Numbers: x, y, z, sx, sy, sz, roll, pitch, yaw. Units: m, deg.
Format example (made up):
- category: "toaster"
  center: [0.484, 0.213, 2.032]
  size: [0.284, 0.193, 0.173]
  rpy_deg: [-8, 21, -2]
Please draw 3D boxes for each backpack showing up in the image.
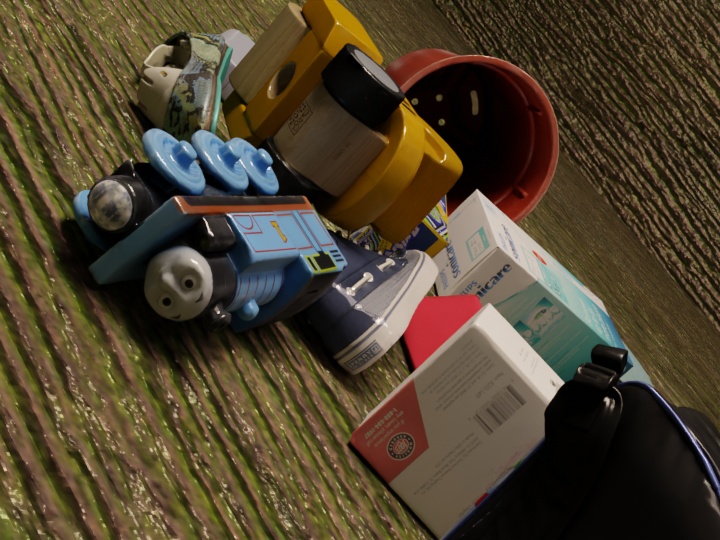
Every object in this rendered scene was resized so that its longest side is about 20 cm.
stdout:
- category: "backpack"
  center: [0.123, 0.174, 0.592]
  size: [0.154, 0.190, 0.201]
  rpy_deg: [36, 22, -47]

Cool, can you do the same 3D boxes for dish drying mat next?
- category: "dish drying mat"
  center: [0.079, 0.079, 0.943]
  size: [0.076, 0.018, 0.200]
  rpy_deg: [-3, 31, -8]

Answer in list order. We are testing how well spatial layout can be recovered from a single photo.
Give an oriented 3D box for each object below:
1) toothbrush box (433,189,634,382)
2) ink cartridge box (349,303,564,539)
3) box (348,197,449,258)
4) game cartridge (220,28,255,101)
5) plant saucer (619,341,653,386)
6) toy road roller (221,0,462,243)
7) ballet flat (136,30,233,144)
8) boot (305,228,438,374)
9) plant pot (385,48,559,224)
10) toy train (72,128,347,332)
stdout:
- category: "toothbrush box"
  center: [0.168, 0.031, 1.221]
  size: [0.200, 0.085, 0.147]
  rpy_deg: [39, 18, -18]
- category: "ink cartridge box"
  center: [0.105, 0.136, 0.763]
  size: [0.200, 0.116, 0.067]
  rpy_deg: [48, 16, 3]
- category: "box"
  center: [0.038, -0.057, 1.136]
  size: [0.064, 0.070, 0.200]
  rpy_deg: [44, 17, -13]
- category: "game cartridge"
  center: [-0.072, -0.149, 1.149]
  size: [0.200, 0.040, 0.133]
  rpy_deg: [43, 20, -9]
- category: "plant saucer"
  center: [0.266, 0.086, 1.412]
  size: [0.201, 0.039, 0.201]
  rpy_deg: [42, 17, -16]
- category: "toy road roller"
  center: [-0.011, -0.107, 0.916]
  size: [0.146, 0.123, 0.200]
  rpy_deg: [33, 18, -33]
- category: "ballet flat"
  center: [-0.141, -0.139, 0.930]
  size: [0.074, 0.074, 0.200]
  rpy_deg: [40, 16, -18]
- category: "boot"
  center: [0.000, 0.000, 0.900]
  size: [0.090, 0.073, 0.200]
  rpy_deg: [50, 17, -6]
- category: "plant pot"
  center: [0.094, -0.155, 1.327]
  size: [0.201, 0.201, 0.195]
  rpy_deg: [39, 9, -20]
- category: "toy train"
  center: [-0.087, -0.020, 0.724]
  size: [0.115, 0.087, 0.200]
  rpy_deg: [55, 17, 9]
